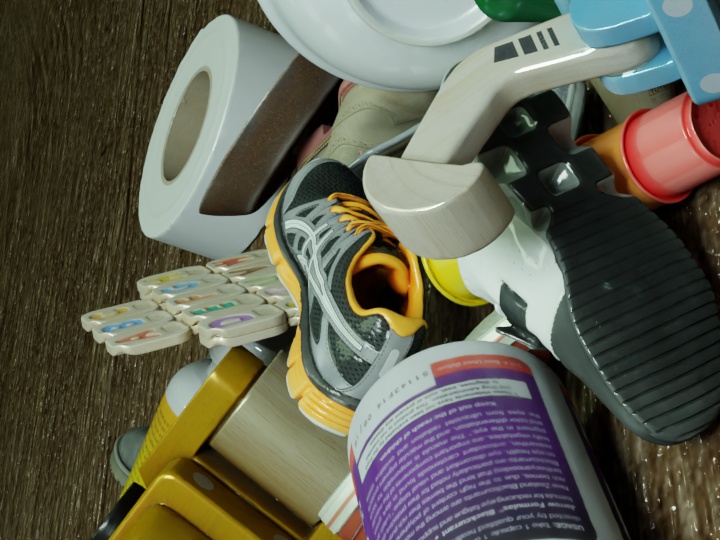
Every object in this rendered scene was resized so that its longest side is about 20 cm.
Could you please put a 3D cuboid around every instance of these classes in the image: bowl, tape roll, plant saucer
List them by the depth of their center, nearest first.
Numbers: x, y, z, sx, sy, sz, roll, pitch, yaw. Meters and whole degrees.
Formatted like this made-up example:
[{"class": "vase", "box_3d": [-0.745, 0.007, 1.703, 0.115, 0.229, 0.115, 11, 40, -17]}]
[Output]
[{"class": "bowl", "box_3d": [0.034, -0.179, 0.838, 0.201, 0.201, 0.090, -62, 15, 21]}, {"class": "plant saucer", "box_3d": [-0.043, -0.113, 1.101, 0.200, 0.034, 0.200, -54, -1, -1]}, {"class": "tape roll", "box_3d": [-0.118, -0.113, 1.309, 0.202, 0.071, 0.203, -48, 32, 44]}]

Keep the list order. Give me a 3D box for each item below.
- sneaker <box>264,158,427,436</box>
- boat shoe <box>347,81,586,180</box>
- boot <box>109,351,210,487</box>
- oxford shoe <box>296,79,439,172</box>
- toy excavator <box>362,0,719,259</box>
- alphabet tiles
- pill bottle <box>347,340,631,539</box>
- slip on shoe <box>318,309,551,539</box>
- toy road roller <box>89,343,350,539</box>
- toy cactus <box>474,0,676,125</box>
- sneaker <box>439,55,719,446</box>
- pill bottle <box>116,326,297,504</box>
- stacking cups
[{"class": "sneaker", "box_3d": [0.000, 0.000, 0.853, 0.077, 0.078, 0.200, -55, 31, 33]}, {"class": "boat shoe", "box_3d": [0.057, -0.065, 0.884, 0.202, 0.065, 0.075, -20, 54, 62]}, {"class": "boot", "box_3d": [-0.108, 0.085, 1.135, 0.182, 0.072, 0.200, 31, 108, 53]}, {"class": "oxford shoe", "box_3d": [0.010, -0.074, 1.004, 0.200, 0.070, 0.075, 131, 147, -62]}, {"class": "toy excavator", "box_3d": [0.102, -0.106, 0.655, 0.200, 0.100, 0.195, -16, 49, 24]}, {"class": "alphabet tiles", "box_3d": [-0.074, 0.015, 0.980, 0.200, 0.195, 0.015, -157, 54, -67]}, {"class": "pill bottle", "box_3d": [0.062, 0.131, 0.663, 0.112, 0.111, 0.200, -59, 25, 27]}, {"class": "slip on shoe", "box_3d": [0.060, 0.074, 0.791, 0.200, 0.061, 0.074, -51, -4, 17]}, {"class": "toy road roller", "box_3d": [-0.081, 0.154, 0.872, 0.200, 0.123, 0.146, -52, 1, 17]}, {"class": "toy cactus", "box_3d": [0.116, -0.155, 0.750, 0.102, 0.200, 0.165, -21, 93, 55]}, {"class": "sneaker", "box_3d": [0.092, 0.002, 0.706, 0.200, 0.074, 0.089, 61, 152, 24]}, {"class": "pill bottle", "box_3d": [-0.088, 0.129, 1.003, 0.200, 0.113, 0.113, -65, 24, 14]}, {"class": "stacking cups", "box_3d": [0.110, -0.033, 0.764, 0.200, 0.060, 0.061, -24, 51, 53]}]
